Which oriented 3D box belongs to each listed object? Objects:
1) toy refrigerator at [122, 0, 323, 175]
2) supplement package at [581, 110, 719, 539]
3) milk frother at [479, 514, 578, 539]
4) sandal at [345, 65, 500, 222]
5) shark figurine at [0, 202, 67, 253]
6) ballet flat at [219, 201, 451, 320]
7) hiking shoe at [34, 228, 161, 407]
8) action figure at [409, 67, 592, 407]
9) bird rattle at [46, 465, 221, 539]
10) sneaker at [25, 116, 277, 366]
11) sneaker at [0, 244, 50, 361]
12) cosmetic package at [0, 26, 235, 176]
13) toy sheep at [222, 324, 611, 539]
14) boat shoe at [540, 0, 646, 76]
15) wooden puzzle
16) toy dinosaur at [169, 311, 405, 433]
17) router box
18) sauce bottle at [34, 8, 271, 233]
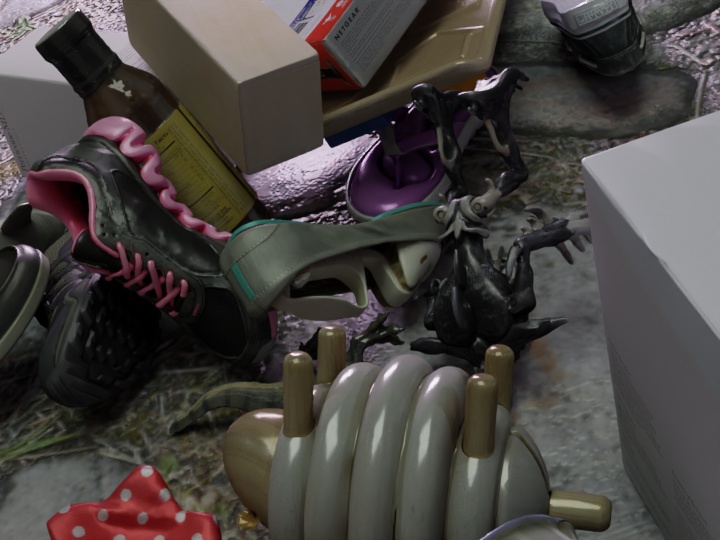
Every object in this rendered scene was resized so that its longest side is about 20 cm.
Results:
[{"bbox_3d":[-0.100,-0.159,0.880,0.069,0.077,0.200,-23,46,-22],"label":"toy refrigerator"},{"bbox_3d":[0.205,0.044,0.555,0.149,0.202,0.152,-19,37,-4],"label":"supplement package"},{"bbox_3d":[0.084,0.177,0.435,0.180,0.202,0.187,-41,42,-24],"label":"milk frother"},{"bbox_3d":[0.044,-0.108,0.939,0.081,0.050,0.203,7,43,29],"label":"sandal"},{"bbox_3d":[-0.291,0.017,0.890,0.212,0.091,0.128,-24,3,-23],"label":"shark figurine"},{"bbox_3d":[0.000,0.000,0.782,0.198,0.068,0.064,-7,58,-42],"label":"ballet flat"},{"bbox_3d":[-0.191,0.027,0.852,0.100,0.076,0.201,-22,31,22],"label":"hiking shoe"},{"bbox_3d":[0.085,-0.015,0.749,0.101,0.203,0.118,1,-10,-43],"label":"action figure"},{"bbox_3d":[-0.112,0.169,0.555,0.161,0.114,0.200,-3,34,-38],"label":"bird rattle"},{"bbox_3d":[-0.138,-0.009,0.785,0.200,0.079,0.095,45,38,15],"label":"sneaker"},{"bbox_3d":[-0.298,0.037,0.790,0.200,0.107,0.075,-46,31,-10],"label":"sneaker"},{"bbox_3d":[-0.204,-0.130,1.013,0.198,0.109,0.085,9,42,32],"label":"cosmetic package"},{"bbox_3d":[0.024,0.103,0.609,0.197,0.139,0.139,7,42,19],"label":"toy sheep"},{"bbox_3d":[0.186,-0.192,0.980,0.071,0.072,0.200,-20,15,16],"label":"boat shoe"},{"bbox_3d":[0.033,-0.157,0.933,0.183,0.047,0.201,-18,29,29],"label":"wooden puzzle"},{"bbox_3d":[-0.020,0.071,0.741,0.197,0.048,0.089,4,48,30],"label":"toy dinosaur"},{"bbox_3d":[-0.009,-0.226,0.951,0.178,0.049,0.201,7,58,55],"label":"router box"},{"bbox_3d":[-0.145,-0.093,0.865,0.064,0.201,0.065,-33,21,15],"label":"sauce bottle"}]
